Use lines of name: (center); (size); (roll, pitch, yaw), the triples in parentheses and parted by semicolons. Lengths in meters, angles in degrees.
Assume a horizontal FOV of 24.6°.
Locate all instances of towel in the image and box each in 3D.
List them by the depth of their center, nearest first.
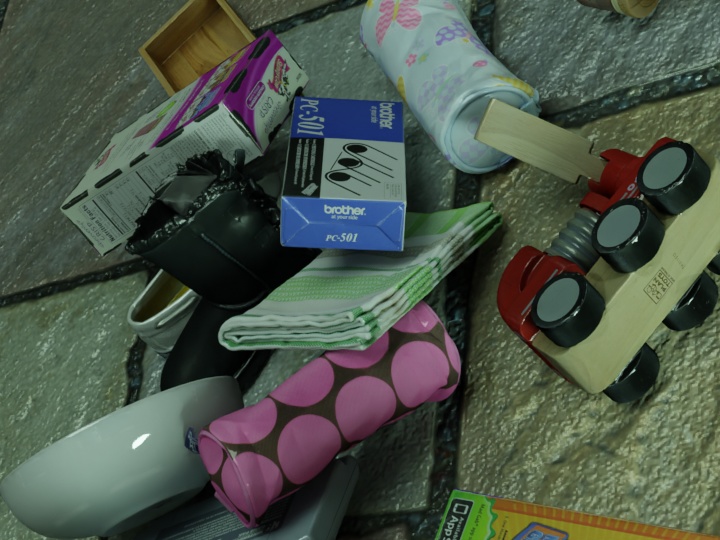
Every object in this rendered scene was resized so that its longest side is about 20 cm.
towel: (0.000, 0.000, 1.251); (0.148, 0.031, 0.200); (-2, 27, 39)

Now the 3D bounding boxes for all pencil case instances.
pencil case: (-0.023, 0.102, 1.192); (0.199, 0.094, 0.091); (-30, 62, -20)
pencil case: (0.070, -0.167, 1.355); (0.090, 0.083, 0.200); (-36, 44, 3)

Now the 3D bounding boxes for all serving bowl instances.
serving bowl: (-0.171, 0.154, 1.258); (0.199, 0.200, 0.066); (-30, 79, 17)

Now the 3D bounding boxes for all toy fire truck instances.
toy fire truck: (0.152, -0.030, 1.177); (0.176, 0.129, 0.200); (-51, 31, -3)

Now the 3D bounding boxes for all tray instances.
tray: (-0.135, -0.187, 1.566); (0.099, 0.037, 0.200); (-43, 42, 6)

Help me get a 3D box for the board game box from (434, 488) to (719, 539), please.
board game box: (0.143, 0.263, 0.900); (0.198, 0.200, 0.201); (4, 63, 40)

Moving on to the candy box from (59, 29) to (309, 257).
candy box: (-0.150, -0.108, 1.412); (0.199, 0.061, 0.137); (-28, 21, 31)

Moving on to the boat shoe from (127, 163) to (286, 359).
boat shoe: (-0.128, -0.023, 1.404); (0.202, 0.086, 0.075); (-48, 43, -1)

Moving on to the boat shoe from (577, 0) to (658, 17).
boat shoe: (0.229, -0.297, 1.335); (0.072, 0.072, 0.202); (12, 74, 41)

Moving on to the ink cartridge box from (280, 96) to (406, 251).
ink cartridge box: (-0.012, -0.080, 1.302); (0.093, 0.045, 0.200); (3, 27, -1)

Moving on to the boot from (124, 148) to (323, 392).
boot: (-0.125, 0.011, 1.322); (0.198, 0.162, 0.073); (-44, 42, 3)

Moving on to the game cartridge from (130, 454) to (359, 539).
game cartridge: (-0.100, 0.208, 1.212); (0.199, 0.042, 0.134); (-23, 23, 24)
